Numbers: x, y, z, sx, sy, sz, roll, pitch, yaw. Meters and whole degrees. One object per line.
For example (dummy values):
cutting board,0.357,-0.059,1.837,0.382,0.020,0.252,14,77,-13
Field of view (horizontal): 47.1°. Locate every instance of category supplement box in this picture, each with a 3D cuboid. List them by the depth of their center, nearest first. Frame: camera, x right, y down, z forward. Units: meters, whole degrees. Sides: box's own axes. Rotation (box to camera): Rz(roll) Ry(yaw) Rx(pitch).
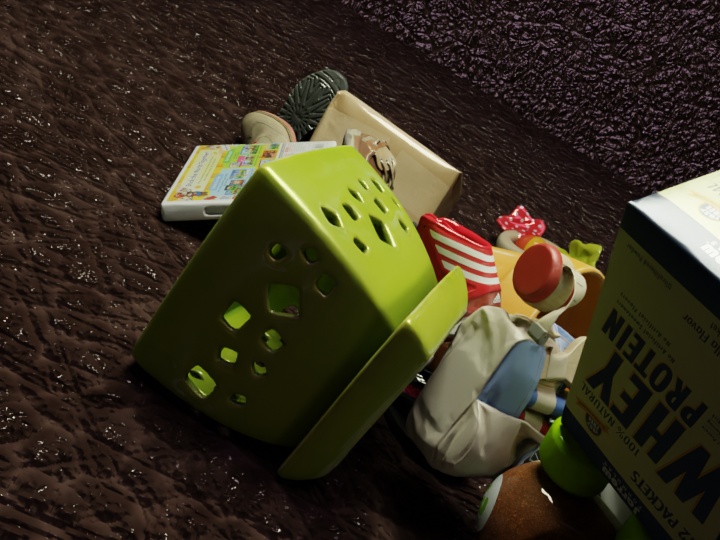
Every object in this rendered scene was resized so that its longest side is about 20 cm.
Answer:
supplement box,0.256,0.047,0.510,0.196,0.203,0.135,-18,46,-21

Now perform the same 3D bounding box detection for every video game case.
video game case,-0.118,-0.106,0.944,0.177,0.023,0.201,-2,27,2

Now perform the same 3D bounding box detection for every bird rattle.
bird rattle,0.292,-0.037,1.368,0.161,0.114,0.200,-6,42,-48

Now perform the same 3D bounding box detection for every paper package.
paper package,0.037,-0.135,1.153,0.198,0.105,0.191,36,2,8

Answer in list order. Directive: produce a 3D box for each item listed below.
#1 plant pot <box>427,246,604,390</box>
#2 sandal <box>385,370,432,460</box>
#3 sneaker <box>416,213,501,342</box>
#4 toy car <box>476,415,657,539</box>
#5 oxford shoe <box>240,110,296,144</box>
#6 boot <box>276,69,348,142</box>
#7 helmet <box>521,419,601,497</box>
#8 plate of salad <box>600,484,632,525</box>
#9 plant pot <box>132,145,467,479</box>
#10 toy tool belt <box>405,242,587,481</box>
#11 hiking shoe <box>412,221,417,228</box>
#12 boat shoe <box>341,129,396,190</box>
plant pot,0.135,0.057,0.884,0.181,0.205,0.198,29,16,37
sandal,0.049,0.115,0.812,0.074,0.046,0.201,10,32,-44
sneaker,0.048,0.009,0.791,0.196,0.119,0.078,-4,-3,32
toy car,0.098,0.216,0.554,0.196,0.167,0.158,-4,41,-37
oxford shoe,-0.124,-0.154,1.089,0.073,0.071,0.201,6,33,-38
boot,-0.061,-0.242,1.236,0.066,0.164,0.200,51,22,-3
helmet,0.238,0.198,0.738,0.196,0.200,0.194,21,42,-25
plate of salad,0.275,0.165,0.617,0.199,0.201,0.048,38,-11,14
plant pot,-0.031,0.036,0.679,0.181,0.200,0.200,42,22,6
toy tool belt,0.134,0.086,0.674,0.121,0.203,0.125,25,14,-32
hiking shoe,0.120,-0.004,1.071,0.197,0.102,0.076,10,31,-43
boat shoe,0.009,-0.122,0.965,0.070,0.078,0.201,12,22,-2
